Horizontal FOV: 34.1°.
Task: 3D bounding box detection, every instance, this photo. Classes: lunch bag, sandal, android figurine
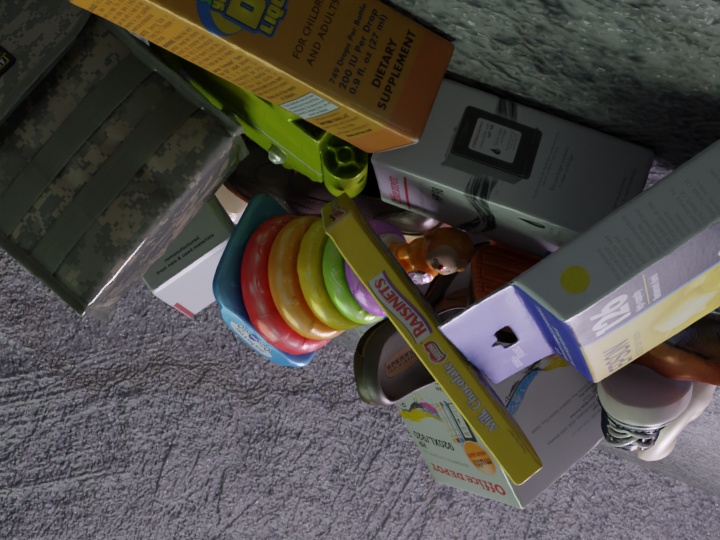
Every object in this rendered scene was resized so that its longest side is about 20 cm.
[{"bbox_3d":[-0.200,-0.092,0.781,0.200,0.164,0.118,41,175,2],"label":"lunch bag"},{"bbox_3d":[0.073,0.042,0.911,0.055,0.082,0.200,2,-157,43],"label":"sandal"},{"bbox_3d":[-0.068,-0.116,0.797,0.182,0.041,0.200,37,171,3],"label":"android figurine"}]

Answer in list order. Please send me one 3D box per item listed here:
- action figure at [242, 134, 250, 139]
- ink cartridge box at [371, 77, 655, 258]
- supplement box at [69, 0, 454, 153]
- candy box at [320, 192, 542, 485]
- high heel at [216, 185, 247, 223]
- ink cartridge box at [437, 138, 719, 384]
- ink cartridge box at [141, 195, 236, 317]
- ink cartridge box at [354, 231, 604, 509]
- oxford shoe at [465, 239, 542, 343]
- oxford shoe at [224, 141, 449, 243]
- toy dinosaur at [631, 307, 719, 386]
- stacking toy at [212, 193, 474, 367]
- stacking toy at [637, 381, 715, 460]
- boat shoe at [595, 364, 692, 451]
[{"bbox_3d":[-0.058,-0.070,1.090,0.052,0.065,0.200,-8,157,26],"label":"action figure"},{"bbox_3d":[0.076,-0.066,0.755,0.200,0.067,0.116,20,173,8],"label":"ink cartridge box"},{"bbox_3d":[-0.052,-0.136,0.641,0.200,0.067,0.069,24,171,-20],"label":"supplement box"},{"bbox_3d":[0.043,0.040,0.751,0.200,0.026,0.102,53,-174,-10],"label":"candy box"},{"bbox_3d":[-0.139,-0.096,1.156,0.200,0.071,0.143,41,177,-41],"label":"high heel"},{"bbox_3d":[0.155,0.012,0.674,0.047,0.200,0.198,56,-175,20],"label":"ink cartridge box"},{"bbox_3d":[-0.178,-0.072,0.977,0.200,0.084,0.144,55,177,11],"label":"ink cartridge box"},{"bbox_3d":[0.115,0.086,1.069,0.147,0.145,0.200,5,126,60],"label":"ink cartridge box"},{"bbox_3d":[0.107,0.020,0.820,0.071,0.073,0.200,21,-160,6],"label":"oxford shoe"},{"bbox_3d":[-0.024,-0.079,0.932,0.200,0.071,0.073,12,153,17],"label":"oxford shoe"},{"bbox_3d":[0.210,0.044,0.881,0.181,0.200,0.105,-24,126,33],"label":"toy dinosaur"},{"bbox_3d":[0.000,0.000,0.854,0.200,0.110,0.116,-10,138,40],"label":"stacking toy"},{"bbox_3d":[0.246,0.069,1.120,0.200,0.146,0.146,39,177,16],"label":"stacking toy"},{"bbox_3d":[0.228,0.115,0.957,0.075,0.093,0.200,7,-164,15],"label":"boat shoe"}]
